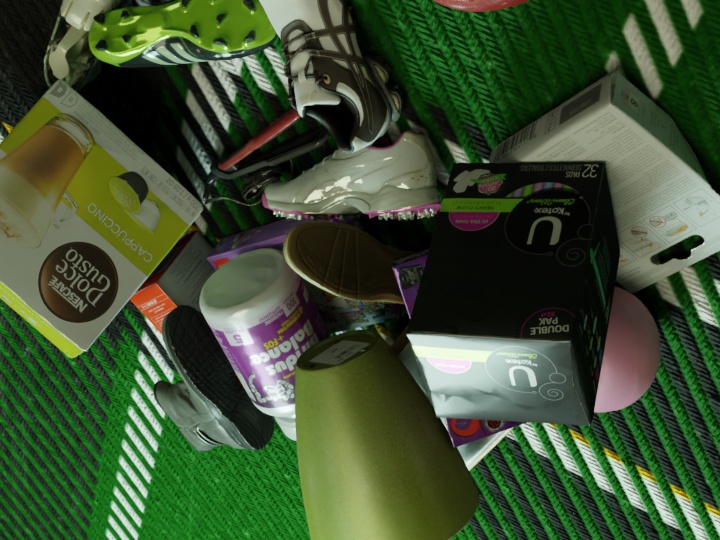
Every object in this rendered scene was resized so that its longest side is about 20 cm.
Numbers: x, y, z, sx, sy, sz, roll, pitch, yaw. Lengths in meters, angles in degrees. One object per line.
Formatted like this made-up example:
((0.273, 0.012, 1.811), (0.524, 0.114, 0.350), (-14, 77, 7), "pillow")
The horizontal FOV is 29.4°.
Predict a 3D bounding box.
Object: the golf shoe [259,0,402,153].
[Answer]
((-0.040, -0.199, 1.273), (0.077, 0.095, 0.200), (-26, 111, 45), "golf shoe")

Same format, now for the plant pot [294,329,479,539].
((0.008, 0.171, 1.422), (0.185, 0.187, 0.202), (-6, 110, 36), "plant pot")

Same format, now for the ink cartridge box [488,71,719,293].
((0.240, -0.076, 1.259), (0.199, 0.058, 0.162), (32, 141, -25), "ink cartridge box")

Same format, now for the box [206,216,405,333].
((-0.059, 0.007, 1.515), (0.198, 0.039, 0.137), (-14, 121, 40), "box")

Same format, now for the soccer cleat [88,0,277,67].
((-0.169, -0.233, 1.350), (0.197, 0.069, 0.081), (-2, 173, 15), "soccer cleat")

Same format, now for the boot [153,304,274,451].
((-0.194, 0.132, 1.550), (0.130, 0.068, 0.201), (-7, 123, 42), "boot")

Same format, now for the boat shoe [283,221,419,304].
((0.000, 0.000, 1.398), (0.198, 0.075, 0.066), (18, 168, -31), "boat shoe")

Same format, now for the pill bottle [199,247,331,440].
((-0.087, 0.086, 1.491), (0.111, 0.113, 0.201), (-3, 128, 34), "pill bottle")

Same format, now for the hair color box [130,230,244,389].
((-0.164, 0.065, 1.589), (0.061, 0.102, 0.200), (-24, 113, 42), "hair color box")

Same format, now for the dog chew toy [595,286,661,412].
((0.189, 0.085, 1.312), (0.124, 0.198, 0.126), (36, 133, 53), "dog chew toy")

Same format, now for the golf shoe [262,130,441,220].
((-0.010, -0.094, 1.369), (0.198, 0.075, 0.093), (-1, 93, 27), "golf shoe")

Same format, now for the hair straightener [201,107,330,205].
((-0.096, -0.104, 1.431), (0.199, 0.041, 0.077), (-30, 110, 39), "hair straightener")

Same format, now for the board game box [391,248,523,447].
((0.118, 0.067, 1.384), (0.119, 0.032, 0.202), (-18, 103, 7), "board game box")

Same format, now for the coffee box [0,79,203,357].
((-0.312, -0.046, 1.456), (0.199, 0.198, 0.200), (41, 166, -9), "coffee box")

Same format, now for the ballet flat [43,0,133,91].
((-0.279, -0.251, 1.394), (0.074, 0.075, 0.201), (31, 138, 2), "ballet flat")

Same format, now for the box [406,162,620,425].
((0.141, 0.018, 1.213), (0.147, 0.202, 0.125), (2, 141, 21), "box")

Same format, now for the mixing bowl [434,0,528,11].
((0.091, -0.285, 1.100), (0.198, 0.109, 0.202), (18, 137, 18), "mixing bowl")

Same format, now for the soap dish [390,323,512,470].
((0.092, 0.133, 1.506), (0.157, 0.082, 0.200), (35, 139, -1), "soap dish")
